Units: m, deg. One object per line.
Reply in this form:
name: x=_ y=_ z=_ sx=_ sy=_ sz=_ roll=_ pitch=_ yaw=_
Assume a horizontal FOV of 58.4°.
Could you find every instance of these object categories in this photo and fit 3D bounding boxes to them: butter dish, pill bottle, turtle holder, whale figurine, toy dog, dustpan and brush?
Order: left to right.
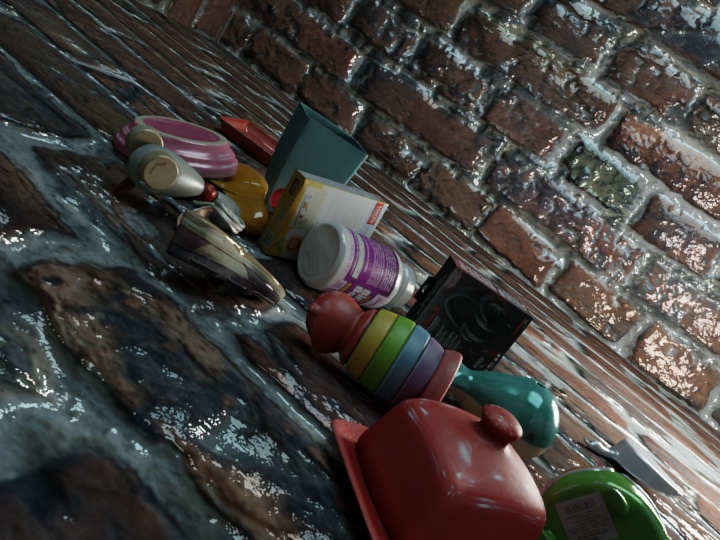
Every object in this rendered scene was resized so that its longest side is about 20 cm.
toy dog: x=-0.263 y=-0.105 z=0.906 sx=0.200 sy=0.096 sz=0.132 roll=46 pitch=6 yaw=-26
pill bottle: x=0.000 y=0.000 z=1.080 sx=0.199 sy=0.113 sz=0.112 roll=22 pitch=20 yaw=-42
butter dish: x=0.098 y=0.194 z=0.621 sx=0.199 sy=0.148 sz=0.200 roll=28 pitch=16 yaw=-29
whale figurine: x=0.214 y=0.192 z=0.980 sx=0.199 sy=0.104 sz=0.159 roll=36 pitch=15 yaw=-1
turtle holder: x=0.279 y=0.302 z=0.711 sx=0.185 sy=0.141 sz=0.132 roll=38 pitch=13 yaw=14
dustpan and brush: x=0.516 y=0.366 z=1.256 sx=0.200 sy=0.057 sz=0.140 roll=39 pitch=11 yaw=-18

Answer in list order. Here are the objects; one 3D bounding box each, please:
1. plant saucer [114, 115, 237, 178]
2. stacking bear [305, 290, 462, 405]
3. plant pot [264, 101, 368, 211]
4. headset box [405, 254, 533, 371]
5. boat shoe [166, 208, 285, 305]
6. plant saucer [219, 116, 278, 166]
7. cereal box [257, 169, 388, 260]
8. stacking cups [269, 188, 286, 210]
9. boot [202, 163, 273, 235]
plant saucer: x=-0.299 y=-0.209 z=1.064 sx=0.199 sy=0.051 sz=0.201 roll=15 pitch=20 yaw=-6
stacking bear: x=0.018 y=0.101 z=0.827 sx=0.199 sy=0.114 sz=0.121 roll=32 pitch=14 yaw=5
plant pot: x=-0.109 y=-0.200 z=1.283 sx=0.141 sy=0.200 sz=0.142 roll=30 pitch=16 yaw=-23
headset box: x=0.192 y=0.080 z=1.195 sx=0.199 sy=0.149 sz=0.077 roll=34 pitch=14 yaw=-12
boat shoe: x=-0.166 y=-0.002 z=0.803 sx=0.072 sy=0.065 sz=0.200 roll=35 pitch=-7 yaw=35
plant saucer: x=-0.256 y=-0.320 z=1.656 sx=0.199 sy=0.037 sz=0.200 roll=37 pitch=15 yaw=2
cereal box: x=-0.060 y=-0.079 z=1.091 sx=0.199 sy=0.144 sz=0.040 roll=11 pitch=26 yaw=-46
stacking cups: x=-0.087 y=-0.082 z=1.136 sx=0.061 sy=0.061 sz=0.200 roll=45 pitch=1 yaw=33
boot: x=-0.218 y=-0.136 z=1.088 sx=0.144 sy=0.071 sz=0.201 roll=20 pitch=26 yaw=-54
